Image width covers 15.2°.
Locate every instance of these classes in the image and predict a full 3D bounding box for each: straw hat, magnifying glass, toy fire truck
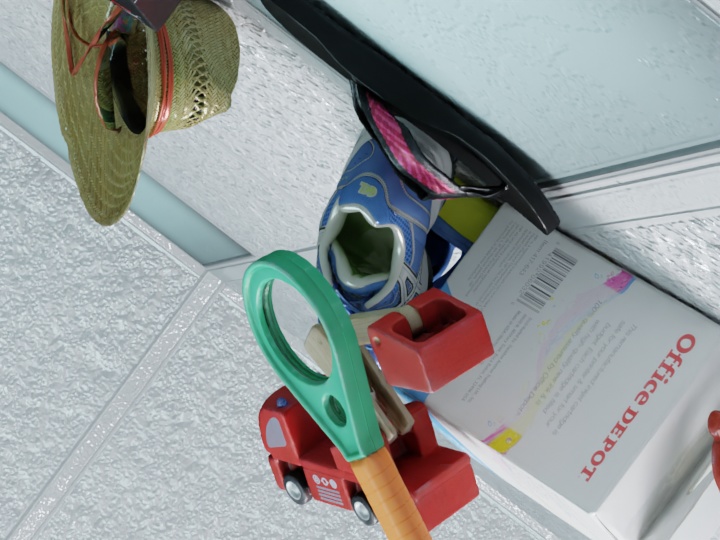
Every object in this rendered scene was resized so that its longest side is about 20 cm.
[{"bbox_3d":[-0.118,-0.126,1.609,0.085,0.202,0.201,-2,-169,-23],"label":"straw hat"},{"bbox_3d":[-0.007,0.081,1.461,0.200,0.022,0.080,61,150,-3],"label":"magnifying glass"},{"bbox_3d":[0.005,0.074,1.506,0.200,0.049,0.141,12,127,51],"label":"toy fire truck"}]

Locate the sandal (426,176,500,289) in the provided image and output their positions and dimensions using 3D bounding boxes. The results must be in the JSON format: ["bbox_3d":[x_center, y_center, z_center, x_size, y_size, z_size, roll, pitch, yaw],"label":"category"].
[{"bbox_3d":[0.029,-0.017,1.657,0.079,0.087,0.200,36,176,-11],"label":"sandal"}]

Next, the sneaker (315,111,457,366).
[{"bbox_3d":[0.000,0.000,1.533,0.076,0.077,0.200,22,136,16],"label":"sneaker"}]

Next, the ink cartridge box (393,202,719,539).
[{"bbox_3d":[0.138,0.078,1.530,0.200,0.129,0.125,34,173,38],"label":"ink cartridge box"}]

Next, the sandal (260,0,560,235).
[{"bbox_3d":[0.019,-0.077,1.430,0.200,0.045,0.075,37,174,-3],"label":"sandal"}]

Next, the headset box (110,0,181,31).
[{"bbox_3d":[-0.157,-0.211,1.263,0.149,0.077,0.200,34,173,20],"label":"headset box"}]

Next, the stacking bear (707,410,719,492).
[{"bbox_3d":[0.244,0.127,1.441,0.121,0.114,0.200,32,168,36],"label":"stacking bear"}]
